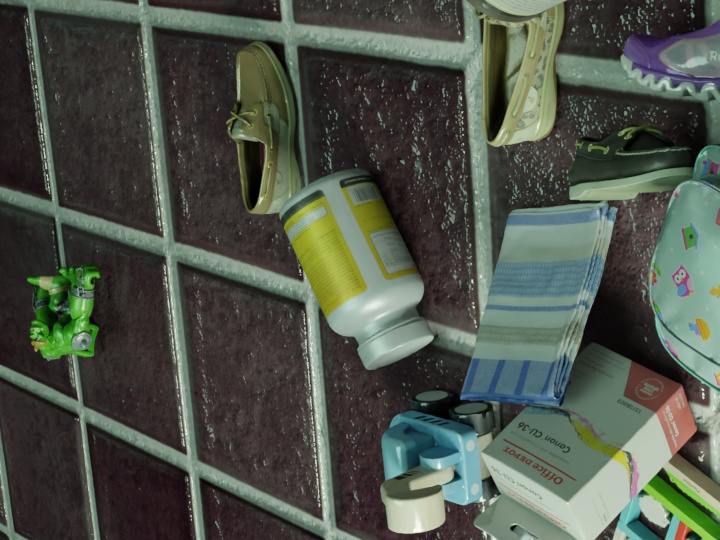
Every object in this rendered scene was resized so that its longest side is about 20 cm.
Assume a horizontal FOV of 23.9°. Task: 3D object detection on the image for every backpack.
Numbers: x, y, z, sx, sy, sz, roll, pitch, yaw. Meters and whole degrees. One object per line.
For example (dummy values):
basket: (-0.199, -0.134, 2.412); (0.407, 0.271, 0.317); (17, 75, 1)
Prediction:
backpack: (0.325, 0.011, 1.371); (0.176, 0.153, 0.200); (34, 131, 36)

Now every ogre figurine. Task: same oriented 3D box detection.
ogre figurine: (-0.421, 0.062, 2.431); (0.200, 0.098, 0.120); (-10, 77, 39)

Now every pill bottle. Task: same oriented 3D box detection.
pill bottle: (0.000, 0.000, 1.827); (0.112, 0.112, 0.200); (-41, 70, 51)

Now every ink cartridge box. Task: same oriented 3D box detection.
ink cartridge box: (0.196, 0.169, 1.555); (0.116, 0.200, 0.068); (26, 152, 45)

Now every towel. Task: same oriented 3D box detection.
towel: (0.165, 0.030, 1.608); (0.147, 0.024, 0.200); (-1, 68, 54)

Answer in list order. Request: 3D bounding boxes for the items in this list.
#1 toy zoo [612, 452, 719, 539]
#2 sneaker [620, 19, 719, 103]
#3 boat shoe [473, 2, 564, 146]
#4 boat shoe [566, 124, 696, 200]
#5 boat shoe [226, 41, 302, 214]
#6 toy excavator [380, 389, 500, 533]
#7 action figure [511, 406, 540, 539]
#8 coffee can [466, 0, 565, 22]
toy zoo: (0.297, 0.274, 1.619); (0.131, 0.020, 0.200); (39, 132, 38)
sneaker: (0.305, -0.180, 1.391); (0.200, 0.080, 0.089); (20, 112, 43)
boat shoe: (0.145, -0.215, 1.591); (0.073, 0.063, 0.200); (15, 114, 50)
boat shoe: (0.233, -0.096, 1.479); (0.201, 0.072, 0.061); (174, 97, -73)
boat shoe: (-0.116, -0.161, 1.956); (0.074, 0.066, 0.200); (0, 103, 53)
toy excavator: (0.065, 0.209, 1.749); (0.194, 0.200, 0.100); (11, 113, 51)
action figure: (0.194, 0.200, 1.691); (0.130, 0.069, 0.200); (51, 128, 37)
coffee can: (0.179, -0.309, 1.439); (0.200, 0.146, 0.147); (-18, 89, 54)
